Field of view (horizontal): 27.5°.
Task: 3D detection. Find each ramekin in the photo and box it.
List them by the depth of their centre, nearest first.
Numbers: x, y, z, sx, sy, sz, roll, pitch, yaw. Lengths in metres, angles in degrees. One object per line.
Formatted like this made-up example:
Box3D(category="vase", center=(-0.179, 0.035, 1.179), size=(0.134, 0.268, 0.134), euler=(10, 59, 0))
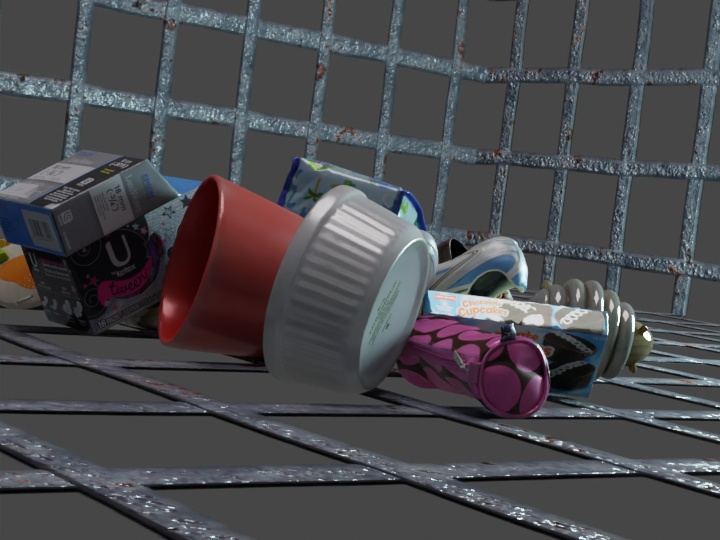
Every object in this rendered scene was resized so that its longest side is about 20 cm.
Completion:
Box3D(category="ramekin", center=(-0.007, 0.027, 1.427), size=(0.094, 0.204, 0.202), euler=(21, 7, 18))

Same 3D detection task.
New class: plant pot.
Box3D(category="plant pot", center=(-0.111, 0.013, 1.636), size=(0.176, 0.202, 0.200), euler=(17, -1, -19))

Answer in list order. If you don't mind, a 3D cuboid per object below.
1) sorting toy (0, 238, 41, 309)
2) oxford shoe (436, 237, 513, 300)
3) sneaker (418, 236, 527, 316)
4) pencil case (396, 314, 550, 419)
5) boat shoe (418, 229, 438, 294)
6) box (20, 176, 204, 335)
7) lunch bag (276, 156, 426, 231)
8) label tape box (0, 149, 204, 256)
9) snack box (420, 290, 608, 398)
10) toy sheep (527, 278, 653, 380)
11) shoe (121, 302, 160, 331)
Box3D(category="sorting toy", center=(-0.477, 0.005, 1.946), size=(0.179, 0.108, 0.200), euler=(-12, 1, 6))
Box3D(category="oxford shoe", center=(0.149, 0.049, 1.690), size=(0.200, 0.073, 0.071), euler=(46, 47, 9))
Box3D(category="sneaker", center=(0.092, 0.030, 1.632), size=(0.199, 0.073, 0.072), euler=(-27, -40, 19))
Box3D(category="pencil case", center=(0.103, 0.090, 1.464), size=(0.093, 0.091, 0.200), euler=(-1, 3, -24))
Box3D(category="boat shoe", center=(0.035, 0.038, 1.562), size=(0.073, 0.067, 0.200), euler=(8, -38, -11))
Box3D(category="box", center=(-0.278, -0.024, 1.743), size=(0.199, 0.115, 0.132), euler=(-30, 23, -31))
Box3D(category="lunch bag", center=(-0.007, -0.050, 1.924), size=(0.169, 0.128, 0.200), euler=(20, -7, 19))
Box3D(category="label tape box", center=(-0.298, -0.093, 1.680), size=(0.200, 0.064, 0.144), euler=(-32, 27, -33))
Box3D(category="snack box", center=(0.162, 0.081, 1.608), size=(0.199, 0.037, 0.117), euler=(7, -41, 1))
Box3D(category="toy sheep", center=(0.266, 0.072, 1.817), size=(0.199, 0.139, 0.138), euler=(11, 2, -4))
Box3D(category="shoe", center=(-0.265, 0.050, 1.811), size=(0.070, 0.054, 0.200), euler=(-44, 25, -23))
